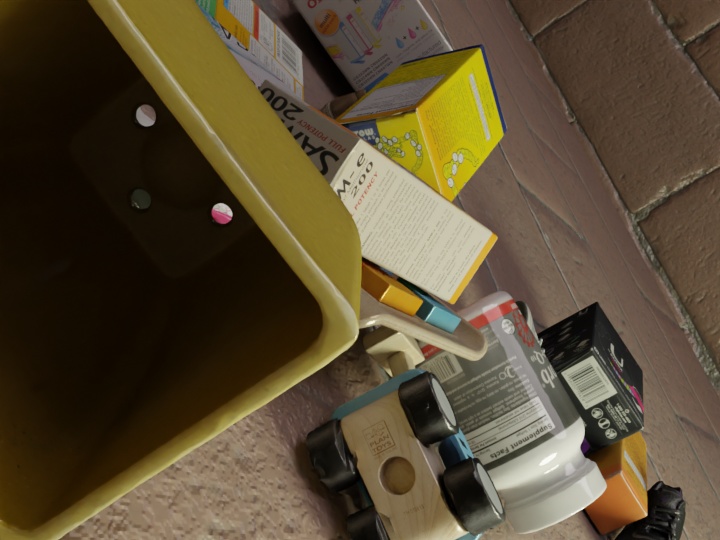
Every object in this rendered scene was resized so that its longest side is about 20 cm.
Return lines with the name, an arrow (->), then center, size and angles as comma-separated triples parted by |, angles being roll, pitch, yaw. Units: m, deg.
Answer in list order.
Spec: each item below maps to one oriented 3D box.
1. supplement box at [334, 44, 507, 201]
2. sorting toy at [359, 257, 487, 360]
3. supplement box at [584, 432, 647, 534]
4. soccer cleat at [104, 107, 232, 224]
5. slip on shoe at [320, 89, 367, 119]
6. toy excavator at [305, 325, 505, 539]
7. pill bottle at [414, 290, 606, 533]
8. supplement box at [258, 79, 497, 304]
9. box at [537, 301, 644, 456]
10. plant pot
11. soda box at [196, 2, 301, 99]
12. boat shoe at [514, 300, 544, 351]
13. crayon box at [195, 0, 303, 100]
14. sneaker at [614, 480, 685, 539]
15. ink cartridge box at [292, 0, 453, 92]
supplement box -> 0.068, -0.153, 0.936 | 0.200, 0.108, 0.110 | -49, 126, -48
sorting toy -> 0.000, 0.000, 0.702 | 0.185, 0.037, 0.200 | 39, 12, 34
supplement box -> 0.320, 0.247, 1.090 | 0.069, 0.066, 0.200 | 56, 23, -3
soccer cleat -> -0.105, -0.039, 0.591 | 0.200, 0.070, 0.086 | 47, 25, -23
slip on shoe -> 0.033, -0.158, 1.037 | 0.200, 0.060, 0.076 | 29, 35, -49
toy excavator -> 0.036, 0.123, 0.665 | 0.195, 0.100, 0.200 | 64, 10, 17
pill bottle -> 0.135, 0.130, 0.800 | 0.201, 0.116, 0.116 | 61, 23, 8
supplement box -> 0.003, -0.058, 0.684 | 0.126, 0.074, 0.200 | 38, 7, 40
box -> 0.292, 0.139, 1.120 | 0.123, 0.106, 0.200 | 56, 22, -3
plant pot -> -0.115, -0.031, 0.419 | 0.196, 0.194, 0.200 | 53, 18, -9
soda box -> -0.110, -0.147, 0.730 | 0.200, 0.063, 0.069 | 39, 29, -39
boat shoe -> 0.166, 0.112, 0.950 | 0.065, 0.074, 0.202 | 53, 26, -25
crayon box -> -0.135, -0.225, 0.796 | 0.200, 0.051, 0.126 | 42, 27, -35
sneaker -> 0.345, 0.300, 1.020 | 0.075, 0.088, 0.200 | 22, 9, 17
ink cartridge box -> 0.014, -0.310, 1.085 | 0.200, 0.128, 0.125 | 53, 12, -8
